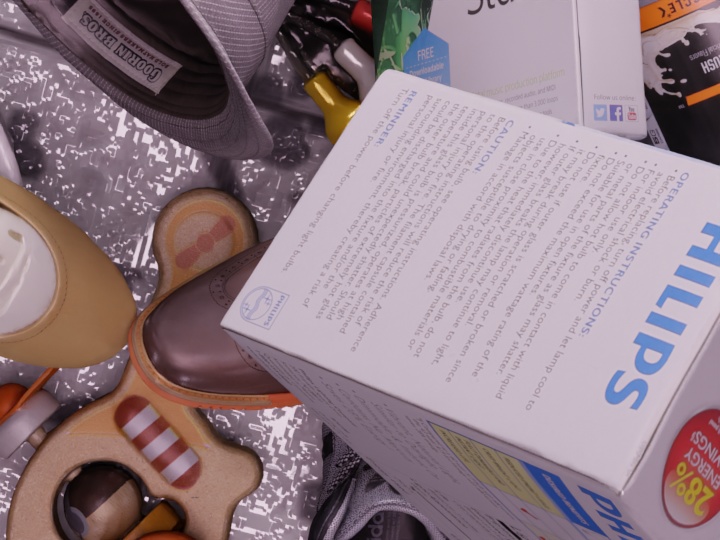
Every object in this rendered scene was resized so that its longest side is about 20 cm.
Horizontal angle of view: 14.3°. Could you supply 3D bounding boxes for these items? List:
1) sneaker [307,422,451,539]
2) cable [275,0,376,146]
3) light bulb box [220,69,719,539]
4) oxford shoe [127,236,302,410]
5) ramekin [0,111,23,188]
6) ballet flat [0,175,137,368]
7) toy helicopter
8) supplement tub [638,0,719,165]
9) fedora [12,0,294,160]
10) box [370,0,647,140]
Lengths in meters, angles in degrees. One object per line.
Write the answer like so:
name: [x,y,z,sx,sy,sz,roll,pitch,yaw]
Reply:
sneaker: [0.014,0.068,1.223,0.075,0.114,0.201,-1,99,-3]
cable: [-0.024,-0.112,1.217,0.200,0.050,0.097,34,96,-8]
light bulb box: [0.093,0.045,1.061,0.125,0.200,0.198,-58,136,-13]
oxford shoe: [0.000,0.000,1.169,0.199,0.073,0.071,-19,68,-24]
ramekin: [-0.235,-0.026,1.205,0.199,0.098,0.201,0,103,-1]
ballet flat: [-0.177,-0.018,1.127,0.200,0.063,0.069,34,100,-10]
toy helicopter: [-0.101,0.057,1.253,0.132,0.079,0.201,18,91,3]
supplement tub: [0.154,-0.078,1.193,0.122,0.123,0.201,-26,102,4]
fedora: [-0.074,-0.133,1.126,0.090,0.200,0.177,-44,102,-16]
box: [0.052,-0.141,1.141,0.036,0.144,0.201,1,83,-32]
